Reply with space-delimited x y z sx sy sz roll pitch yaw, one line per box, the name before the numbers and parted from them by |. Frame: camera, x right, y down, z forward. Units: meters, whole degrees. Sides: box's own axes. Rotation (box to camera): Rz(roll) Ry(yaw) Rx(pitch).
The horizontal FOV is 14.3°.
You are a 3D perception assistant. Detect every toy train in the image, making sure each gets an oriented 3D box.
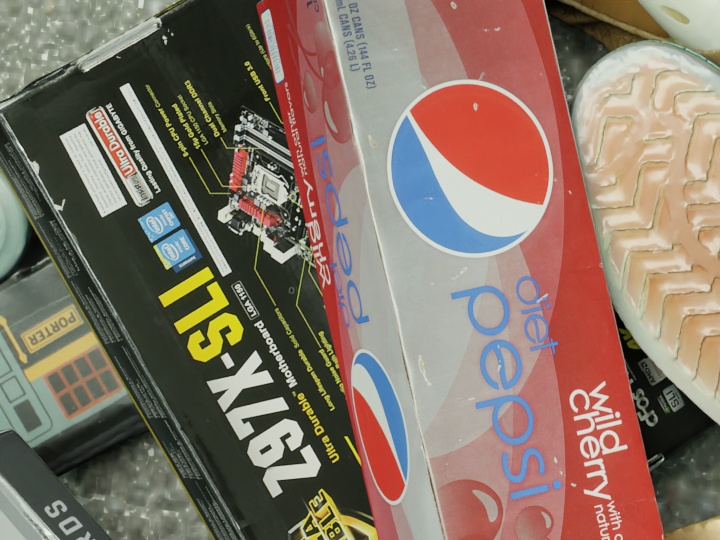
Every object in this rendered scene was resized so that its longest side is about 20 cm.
toy train | -0.065 -0.015 0.954 0.199 0.085 0.114 -29 93 10

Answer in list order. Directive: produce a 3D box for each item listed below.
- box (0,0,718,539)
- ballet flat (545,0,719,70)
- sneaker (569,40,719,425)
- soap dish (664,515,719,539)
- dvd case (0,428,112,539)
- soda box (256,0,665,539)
box | 0.000 0.000 0.879 0.159 0.049 0.201 -32 96 -15
ballet flat | 0.086 -0.099 0.874 0.200 0.072 0.068 30 88 45
sneaker | 0.126 0.014 0.869 0.071 0.080 0.200 -33 102 11
soap dish | 0.067 0.174 0.903 0.199 0.081 0.158 -19 82 14
dvd case | -0.107 0.165 0.930 0.150 0.025 0.200 47 131 13
soda box | 0.030 0.008 0.828 0.070 0.063 0.201 -12 89 -19
